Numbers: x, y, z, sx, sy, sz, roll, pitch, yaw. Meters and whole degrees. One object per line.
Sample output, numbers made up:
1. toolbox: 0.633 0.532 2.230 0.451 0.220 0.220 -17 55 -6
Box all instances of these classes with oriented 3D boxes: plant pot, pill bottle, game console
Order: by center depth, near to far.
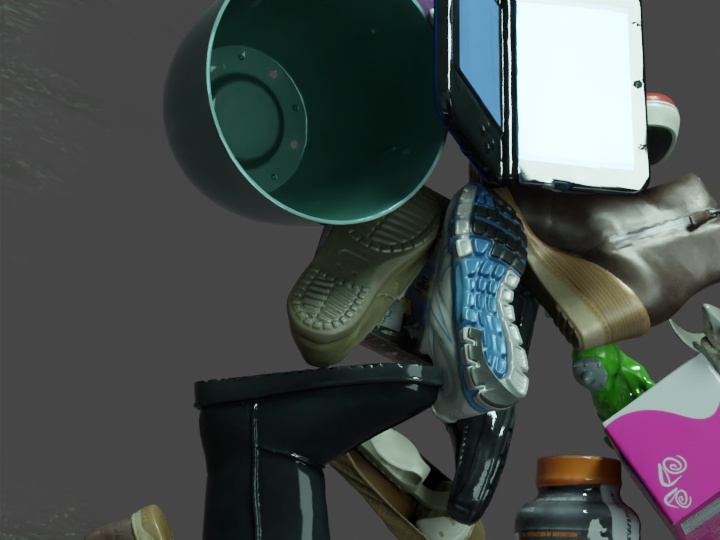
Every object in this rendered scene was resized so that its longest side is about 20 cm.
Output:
1. plant pot: -0.058 -0.126 1.441 0.200 0.161 0.202 3 84 -29
2. game console: 0.137 -0.171 1.451 0.171 0.118 0.201 48 37 -53
3. pill bottle: 0.176 0.252 1.563 0.106 0.106 0.201 8 78 -30

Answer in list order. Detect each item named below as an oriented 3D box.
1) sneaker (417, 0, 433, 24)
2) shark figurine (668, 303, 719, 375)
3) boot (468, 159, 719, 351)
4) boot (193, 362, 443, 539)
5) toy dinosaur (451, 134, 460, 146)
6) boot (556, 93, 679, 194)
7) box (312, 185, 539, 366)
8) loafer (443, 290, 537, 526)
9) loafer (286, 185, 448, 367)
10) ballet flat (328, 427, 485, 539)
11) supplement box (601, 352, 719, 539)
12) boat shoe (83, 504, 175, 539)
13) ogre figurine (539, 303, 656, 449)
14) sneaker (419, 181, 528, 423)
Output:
1. sneaker: 0.074 -0.196 1.550 0.199 0.073 0.115 1 61 -10
2. shark figurine: 0.327 0.070 1.568 0.089 0.214 0.128 -34 85 5
3. boot: 0.197 -0.040 1.551 0.166 0.072 0.200 -27 68 -16
4. boot: -0.029 0.158 1.425 0.199 0.076 0.169 -7 83 12
5. toy dinosaur: 0.069 -0.133 1.596 0.101 0.058 0.201 25 59 -13
6. boot: 0.212 -0.153 1.599 0.072 0.200 0.145 7 78 -11
7. box: 0.055 0.011 1.565 0.199 0.040 0.138 28 68 -25
8. loafer: 0.088 0.104 1.503 0.070 0.068 0.201 12 61 4
9. loafer: 0.000 0.000 1.472 0.076 0.068 0.200 32 47 13
10. ballet flat: 0.040 0.167 1.512 0.200 0.072 0.068 46 63 -18
11. supplement box: 0.274 0.156 1.563 0.103 0.200 0.101 -35 68 1
12. boat shoe: -0.147 0.272 1.393 0.072 0.072 0.201 -19 105 -2
13. ogre figurine: 0.209 0.040 1.615 0.120 0.098 0.201 32 76 -62
14. sneaker: 0.076 0.025 1.469 0.075 0.087 0.201 24 54 -28
